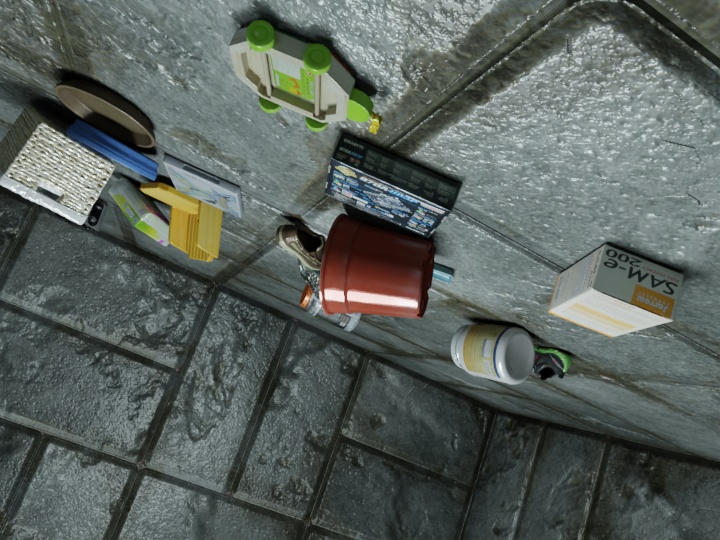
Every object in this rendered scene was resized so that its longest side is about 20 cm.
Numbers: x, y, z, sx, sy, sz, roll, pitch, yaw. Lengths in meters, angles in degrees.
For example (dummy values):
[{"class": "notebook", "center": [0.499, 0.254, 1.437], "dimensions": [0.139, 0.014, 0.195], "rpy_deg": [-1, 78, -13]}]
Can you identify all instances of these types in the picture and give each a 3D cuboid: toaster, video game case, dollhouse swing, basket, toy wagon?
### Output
[{"class": "toaster", "center": [-1.055, -0.241, 2.131], "dimensions": [0.195, 0.122, 0.181], "rpy_deg": [15, 165, 25]}, {"class": "video game case", "center": [-0.366, -0.194, 1.381], "dimensions": [0.178, 0.023, 0.200], "rpy_deg": [24, 168, -4]}, {"class": "dollhouse swing", "center": [-0.495, -0.128, 1.565], "dimensions": [0.173, 0.188, 0.197], "rpy_deg": [5, -178, -43]}, {"class": "basket", "center": [-0.689, -0.240, 1.305], "dimensions": [0.197, 0.163, 0.199], "rpy_deg": [34, -178, -44]}, {"class": "toy wagon", "center": [-0.061, -0.223, 0.705], "dimensions": [0.195, 0.041, 0.155], "rpy_deg": [22, 168, 0]}]

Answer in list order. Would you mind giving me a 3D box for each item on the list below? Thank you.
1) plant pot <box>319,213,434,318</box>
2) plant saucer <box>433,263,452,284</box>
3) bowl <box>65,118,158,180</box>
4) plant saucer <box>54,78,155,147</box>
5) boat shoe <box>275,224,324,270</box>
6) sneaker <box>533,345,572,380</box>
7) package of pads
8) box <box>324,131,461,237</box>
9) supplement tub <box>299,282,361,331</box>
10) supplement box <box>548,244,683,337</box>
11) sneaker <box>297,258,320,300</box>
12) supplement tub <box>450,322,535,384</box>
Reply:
[{"class": "plant pot", "center": [0.041, 0.003, 1.147], "dimensions": [0.189, 0.207, 0.201], "rpy_deg": [9, 165, 15]}, {"class": "plant saucer", "center": [0.113, -0.018, 1.299], "dimensions": [0.195, 0.019, 0.070], "rpy_deg": [19, 167, 10]}, {"class": "bowl", "center": [-0.528, -0.261, 1.255], "dimensions": [0.197, 0.040, 0.201], "rpy_deg": [29, 179, 1]}, {"class": "plant saucer", "center": [-0.484, -0.303, 1.119], "dimensions": [0.195, 0.030, 0.200], "rpy_deg": [21, 168, 5]}, {"class": "boat shoe", "center": [-0.118, -0.054, 1.426], "dimensions": [0.073, 0.077, 0.201], "rpy_deg": [-9, 158, 33]}, {"class": "sneaker", "center": [0.498, 0.259, 1.625], "dimensions": [0.075, 0.086, 0.199], "rpy_deg": [26, 167, -19]}, {"class": "package of pads", "center": [-0.631, -0.171, 1.699], "dimensions": [0.155, 0.068, 0.200], "rpy_deg": [48, 174, 14]}, {"class": "box", "center": [0.042, -0.126, 0.908], "dimensions": [0.195, 0.047, 0.159], "rpy_deg": [23, 167, -2]}, {"class": "supplement tub", "center": [-0.097, 0.110, 1.936], "dimensions": [0.196, 0.126, 0.122], "rpy_deg": [25, 167, -14]}, {"class": "supplement box", "center": [0.393, 0.038, 0.921], "dimensions": [0.123, 0.075, 0.200], "rpy_deg": [21, 167, 3]}, {"class": "sneaker", "center": [-0.098, 0.007, 1.541], "dimensions": [0.200, 0.088, 0.080], "rpy_deg": [49, 153, 50]}, {"class": "supplement tub", "center": [0.351, 0.217, 1.564], "dimensions": [0.143, 0.148, 0.198], "rpy_deg": [29, 166, -32]}]
